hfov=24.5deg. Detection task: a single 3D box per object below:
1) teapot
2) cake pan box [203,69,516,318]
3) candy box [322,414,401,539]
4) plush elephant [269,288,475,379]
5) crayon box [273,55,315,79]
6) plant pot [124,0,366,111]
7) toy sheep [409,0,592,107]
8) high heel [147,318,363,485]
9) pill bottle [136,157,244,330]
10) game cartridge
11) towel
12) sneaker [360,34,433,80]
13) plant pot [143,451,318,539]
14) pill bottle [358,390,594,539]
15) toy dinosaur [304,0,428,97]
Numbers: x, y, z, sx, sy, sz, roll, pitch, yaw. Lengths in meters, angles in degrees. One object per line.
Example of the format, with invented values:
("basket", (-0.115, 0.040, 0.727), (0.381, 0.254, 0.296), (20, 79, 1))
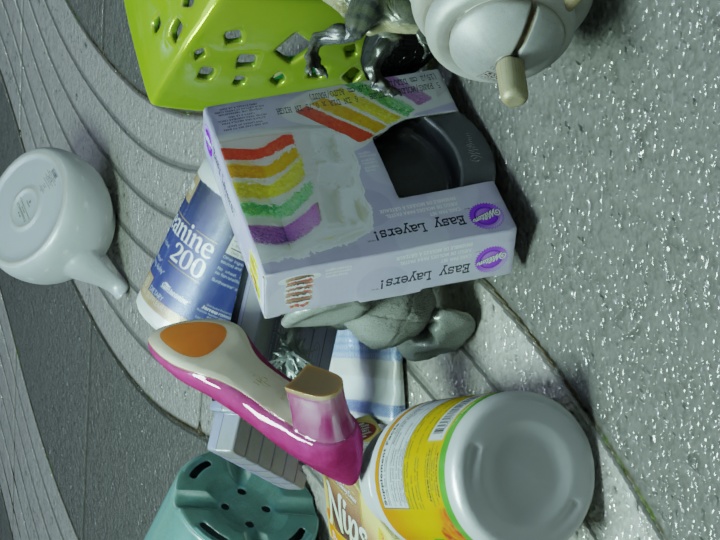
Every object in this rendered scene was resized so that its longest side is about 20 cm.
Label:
("teapot", (-0.404, -0.066, 2.255), (0.197, 0.146, 0.201), (-2, 74, 39))
("cake pan box", (0.000, -0.061, 1.220), (0.052, 0.199, 0.185), (95, 161, -49))
("candy box", (0.028, 0.221, 1.361), (0.200, 0.055, 0.116), (-130, 29, -55))
("plush elephant", (0.000, 0.000, 1.289), (0.154, 0.164, 0.201), (3, 84, 46))
("crayon box", (-0.088, -0.119, 1.591), (0.200, 0.058, 0.119), (151, 113, -65))
("plant pot", (-0.076, -0.260, 1.376), (0.182, 0.199, 0.200), (-51, 47, 51))
("toy sheep", (0.091, -0.191, 1.069), (0.138, 0.137, 0.201), (118, 159, -52))
("high heel", (-0.082, 0.101, 1.283), (0.199, 0.067, 0.096), (13, 130, 31))
("pill bottle", (-0.106, -0.033, 1.444), (0.201, 0.111, 0.111), (-62, 32, 13))
("game cartridge", (-0.067, 0.069, 1.377), (0.038, 0.130, 0.201), (1, 69, 32))
("towel", (-0.003, 0.037, 1.466), (0.147, 0.024, 0.201), (176, 90, -66))
("sneaker", (0.041, -0.245, 1.270), (0.200, 0.060, 0.105), (-59, 43, 46))
("plant pot", (-0.139, 0.298, 1.644), (0.201, 0.199, 0.197), (62, 140, 43))
("pill bottle", (0.073, 0.147, 1.192), (0.200, 0.111, 0.112), (162, 102, -67))
("toy dinosaur", (0.004, -0.180, 1.224), (0.047, 0.199, 0.089), (-70, -2, -76))
